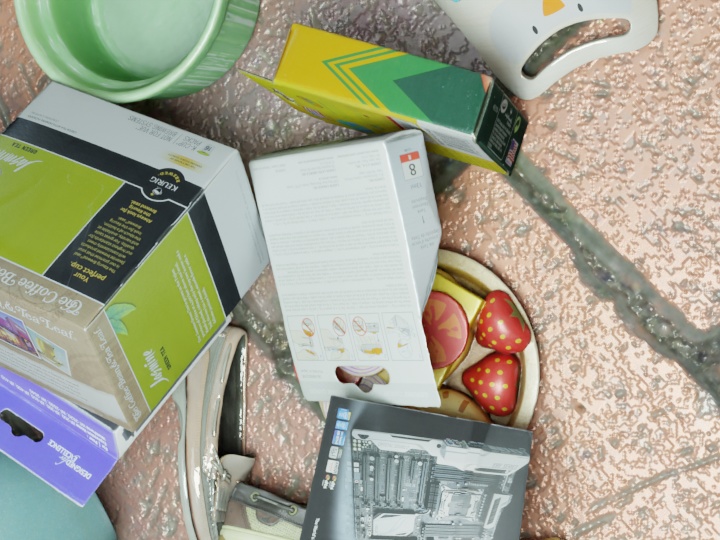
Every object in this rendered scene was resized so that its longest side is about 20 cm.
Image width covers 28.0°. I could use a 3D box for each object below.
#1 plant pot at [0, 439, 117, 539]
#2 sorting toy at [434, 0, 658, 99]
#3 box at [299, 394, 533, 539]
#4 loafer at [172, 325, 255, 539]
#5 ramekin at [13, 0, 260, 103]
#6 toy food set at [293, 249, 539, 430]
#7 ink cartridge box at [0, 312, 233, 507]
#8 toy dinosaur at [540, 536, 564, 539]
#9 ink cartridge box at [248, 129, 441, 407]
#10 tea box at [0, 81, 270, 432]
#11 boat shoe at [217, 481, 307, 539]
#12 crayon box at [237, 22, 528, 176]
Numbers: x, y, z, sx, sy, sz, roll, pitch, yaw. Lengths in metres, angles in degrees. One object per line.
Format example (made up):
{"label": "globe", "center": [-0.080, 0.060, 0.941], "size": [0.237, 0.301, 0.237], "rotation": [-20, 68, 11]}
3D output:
{"label": "plant pot", "center": [-0.288, 0.223, 1.230], "size": [0.134, 0.200, 0.201], "rotation": [-29, 79, -16]}
{"label": "sorting toy", "center": [0.136, -0.232, 1.097], "size": [0.199, 0.107, 0.181], "rotation": [-25, 102, 20]}
{"label": "box", "center": [0.035, 0.200, 1.043], "size": [0.156, 0.050, 0.201], "rotation": [10, 57, 5]}
{"label": "loafer", "center": [-0.117, 0.145, 1.211], "size": [0.062, 0.072, 0.202], "rotation": [-8, 86, 14]}
{"label": "ramekin", "center": [-0.180, -0.237, 1.206], "size": [0.198, 0.098, 0.202], "rotation": [1, 91, 22]}
{"label": "toy food set", "center": [0.045, 0.081, 1.153], "size": [0.197, 0.049, 0.201], "rotation": [29, 102, 18]}
{"label": "ink cartridge box", "center": [-0.240, 0.066, 1.199], "size": [0.197, 0.044, 0.200], "rotation": [26, 67, 28]}
{"label": "toy dinosaur", "center": [0.068, 0.253, 1.119], "size": [0.198, 0.060, 0.107], "rotation": [-16, 120, -17]}
{"label": "ink cartridge box", "center": [0.000, 0.000, 1.106], "size": [0.161, 0.050, 0.202], "rotation": [-3, 105, 48]}
{"label": "tea box", "center": [-0.212, -0.016, 1.135], "size": [0.199, 0.134, 0.197], "rotation": [22, 57, 27]}
{"label": "boat shoe", "center": [-0.016, 0.208, 1.162], "size": [0.198, 0.073, 0.065], "rotation": [5, 80, 7]}
{"label": "crayon box", "center": [0.019, -0.135, 1.112], "size": [0.199, 0.127, 0.051], "rotation": [18, 88, 19]}
